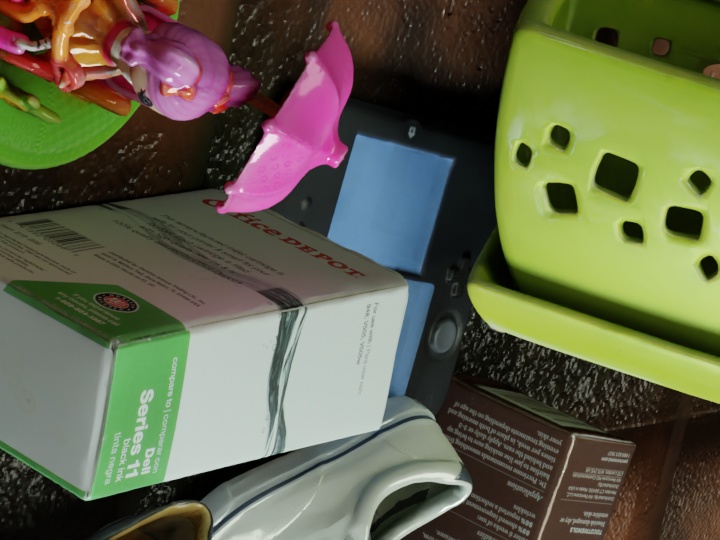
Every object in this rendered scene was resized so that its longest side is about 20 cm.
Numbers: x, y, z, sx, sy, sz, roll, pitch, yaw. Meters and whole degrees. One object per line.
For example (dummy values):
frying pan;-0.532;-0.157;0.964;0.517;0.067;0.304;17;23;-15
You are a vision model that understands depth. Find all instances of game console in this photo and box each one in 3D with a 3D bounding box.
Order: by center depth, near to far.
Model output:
game console;0.000;0.000;1.621;0.200;0.031;0.177;12;100;-52

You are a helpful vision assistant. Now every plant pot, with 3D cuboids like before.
plant pot;0.168;-0.048;1.621;0.199;0.199;0.182;-56;163;-67

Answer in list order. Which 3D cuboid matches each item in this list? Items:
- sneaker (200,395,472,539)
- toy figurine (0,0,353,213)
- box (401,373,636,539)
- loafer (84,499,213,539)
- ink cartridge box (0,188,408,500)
sneaker;-0.029;0.140;1.603;0.200;0.071;0.073;-34;144;-17
toy figurine;-0.092;-0.098;1.336;0.200;0.184;0.151;27;87;-51
box;0.074;0.173;1.742;0.075;0.100;0.201;13;99;-52
loafer;-0.124;0.160;1.459;0.072;0.073;0.200;-43;-174;18
ink cartridge box;-0.096;0.030;1.429;0.200;0.146;0.083;-10;118;-46
